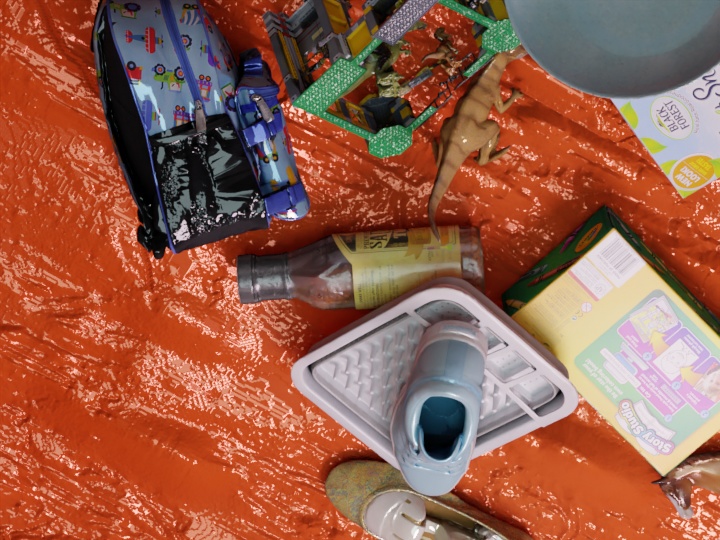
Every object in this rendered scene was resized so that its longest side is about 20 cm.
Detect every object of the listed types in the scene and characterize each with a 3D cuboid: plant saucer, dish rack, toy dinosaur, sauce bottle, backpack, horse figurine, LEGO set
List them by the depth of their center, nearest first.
[{"bbox_3d":[0.204,-0.220,1.601,0.201,0.039,0.201,-3,81,21],"label":"plant saucer"},{"bbox_3d":[-0.129,-0.126,1.674,0.134,0.183,0.200,-16,99,-2],"label":"backpack"},{"bbox_3d":[0.021,-0.194,1.690,0.154,0.116,0.200,13,133,-36],"label":"LEGO set"},{"bbox_3d":[0.078,-0.102,1.709,0.060,0.106,0.200,21,74,11],"label":"toy dinosaur"},{"bbox_3d":[0.000,0.000,1.775,0.200,0.066,0.066,-4,111,0],"label":"sauce bottle"},{"bbox_3d":[0.061,0.081,1.779,0.172,0.044,0.200,39,132,-25],"label":"dish rack"},{"bbox_3d":[0.364,0.174,1.845,0.200,0.050,0.133,-36,90,22],"label":"horse figurine"}]

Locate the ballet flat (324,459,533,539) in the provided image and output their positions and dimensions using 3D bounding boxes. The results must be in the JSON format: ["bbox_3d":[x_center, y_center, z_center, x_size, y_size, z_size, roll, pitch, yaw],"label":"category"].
[{"bbox_3d":[0.063,0.221,1.862,0.200,0.071,0.071,26,109,-9],"label":"ballet flat"}]

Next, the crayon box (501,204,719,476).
[{"bbox_3d":[0.226,0.059,1.802,0.119,0.058,0.200,-42,106,15],"label":"crayon box"}]

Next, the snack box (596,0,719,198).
[{"bbox_3d":[0.288,-0.171,1.675,0.200,0.068,0.169,-30,131,15],"label":"snack box"}]

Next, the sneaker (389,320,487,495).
[{"bbox_3d":[0.056,0.130,1.740,0.074,0.082,0.200,10,138,6],"label":"sneaker"}]
